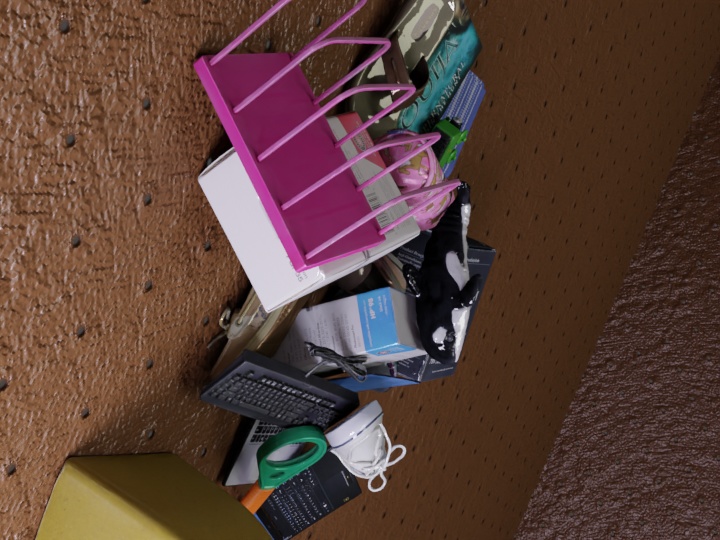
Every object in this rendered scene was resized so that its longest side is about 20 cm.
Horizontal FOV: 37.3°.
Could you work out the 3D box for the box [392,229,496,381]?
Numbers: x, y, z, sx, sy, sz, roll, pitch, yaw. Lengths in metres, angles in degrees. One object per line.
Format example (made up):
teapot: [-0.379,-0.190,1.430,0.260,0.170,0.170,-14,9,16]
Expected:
box: [0.097,0.043,1.511,0.148,0.103,0.203,5,105,-66]

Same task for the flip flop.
flip flop: [0.050,-0.224,1.179,0.081,0.057,0.202,33,89,-40]

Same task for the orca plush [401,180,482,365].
orca plush: [0.085,-0.002,1.187,0.070,0.105,0.203,12,91,-24]

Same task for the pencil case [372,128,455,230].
pencil case: [0.057,-0.098,1.211,0.082,0.088,0.200,-26,167,8]

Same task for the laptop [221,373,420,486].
laptop: [-0.043,0.193,1.291,0.202,0.115,0.187,-64,158,1]

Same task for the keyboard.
keyboard: [-0.064,0.121,1.120,0.127,0.021,0.199,-42,143,17]

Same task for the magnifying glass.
magnifying glass: [-0.101,0.235,1.233,0.079,0.023,0.201,1,142,-31]

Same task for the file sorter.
file sorter: [-0.020,-0.127,0.925,0.125,0.202,0.138,-30,174,32]

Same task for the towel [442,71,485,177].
towel: [0.106,-0.209,1.424,0.199,0.024,0.147,17,96,-65]

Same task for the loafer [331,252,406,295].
loafer: [0.000,0.000,1.239,0.199,0.071,0.064,31,38,-53]

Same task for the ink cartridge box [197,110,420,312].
ink cartridge box: [-0.045,-0.063,1.035,0.082,0.148,0.199,-29,178,33]

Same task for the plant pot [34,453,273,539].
plant pot: [-0.180,0.303,0.996,0.194,0.198,0.198,20,92,-67]

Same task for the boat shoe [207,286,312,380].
boat shoe: [-0.102,0.039,1.125,0.201,0.062,0.073,-56,169,-12]

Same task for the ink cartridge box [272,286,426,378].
ink cartridge box: [-0.034,0.079,1.212,0.116,0.197,0.068,22,56,-67]

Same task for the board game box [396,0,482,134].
board game box: [0.075,-0.229,1.290,0.202,0.028,0.135,-60,152,-9]

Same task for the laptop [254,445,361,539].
laptop: [-0.074,0.345,1.383,0.198,0.104,0.178,-31,148,-9]

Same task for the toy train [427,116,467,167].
toy train: [0.077,-0.108,1.353,0.056,0.042,0.201,-38,159,-52]

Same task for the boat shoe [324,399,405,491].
boat shoe: [0.008,0.209,1.225,0.074,0.087,0.202,-33,169,-11]

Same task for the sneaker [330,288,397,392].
sneaker: [-0.013,0.102,1.379,0.087,0.074,0.202,-43,137,-26]
